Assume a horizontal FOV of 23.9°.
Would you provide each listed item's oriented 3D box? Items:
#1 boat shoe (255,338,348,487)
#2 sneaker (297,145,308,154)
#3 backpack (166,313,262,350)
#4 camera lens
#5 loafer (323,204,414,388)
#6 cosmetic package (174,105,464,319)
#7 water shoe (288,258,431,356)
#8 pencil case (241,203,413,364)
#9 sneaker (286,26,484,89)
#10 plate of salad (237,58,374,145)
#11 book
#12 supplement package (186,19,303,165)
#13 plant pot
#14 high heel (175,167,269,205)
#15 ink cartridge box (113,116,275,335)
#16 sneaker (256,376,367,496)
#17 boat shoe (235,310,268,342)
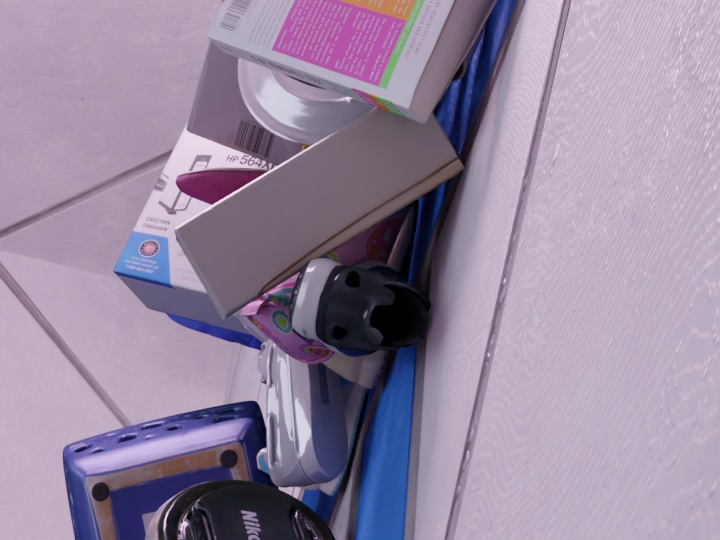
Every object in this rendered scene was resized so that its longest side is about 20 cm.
[{"bbox_3d":[-0.054,0.082,1.407,0.072,0.068,0.202,19,-122,-55],"label":"boat shoe"},{"bbox_3d":[-0.013,-0.108,1.436,0.077,0.073,0.202,-26,-42,-41],"label":"sneaker"},{"bbox_3d":[-0.102,-0.017,1.749,0.168,0.198,0.164,113,169,-58],"label":"backpack"},{"bbox_3d":[-0.106,0.281,1.348,0.161,0.158,0.202,-87,11,-58],"label":"camera lens"},{"bbox_3d":[0.000,0.000,1.392,0.076,0.067,0.202,111,170,-51],"label":"loafer"},{"bbox_3d":[-0.032,-0.048,1.220,0.199,0.074,0.104,-32,1,-6],"label":"cosmetic package"},{"bbox_3d":[0.014,0.036,1.213,0.200,0.078,0.072,4,-76,-71],"label":"water shoe"},{"bbox_3d":[-0.017,-0.027,1.321,0.201,0.087,0.088,-61,0,-22],"label":"pencil case"},{"bbox_3d":[0.005,-0.187,1.287,0.085,0.198,0.073,-60,-33,-36],"label":"sneaker"},{"bbox_3d":[-0.003,-0.177,1.351,0.048,0.198,0.202,58,-145,-52],"label":"plate of salad"},{"bbox_3d":[-0.006,-0.194,1.207,0.048,0.199,0.135,35,-99,-53],"label":"book"},{"bbox_3d":[-0.066,-0.202,1.558,0.201,0.120,0.121,-69,-1,-54],"label":"supplement package"},{"bbox_3d":[-0.163,0.235,1.536,0.180,0.197,0.203,153,105,-83],"label":"plant pot"},{"bbox_3d":[-0.074,-0.036,1.531,0.067,0.198,0.097,-5,78,64],"label":"high heel"},{"bbox_3d":[-0.125,-0.054,1.630,0.084,0.145,0.202,52,-125,-53],"label":"ink cartridge box"},{"bbox_3d":[-0.034,0.087,1.464,0.077,0.080,0.202,138,146,-82],"label":"sneaker"},{"bbox_3d":[-0.074,0.038,1.524,0.073,0.068,0.200,-61,-33,-5],"label":"boat shoe"}]
